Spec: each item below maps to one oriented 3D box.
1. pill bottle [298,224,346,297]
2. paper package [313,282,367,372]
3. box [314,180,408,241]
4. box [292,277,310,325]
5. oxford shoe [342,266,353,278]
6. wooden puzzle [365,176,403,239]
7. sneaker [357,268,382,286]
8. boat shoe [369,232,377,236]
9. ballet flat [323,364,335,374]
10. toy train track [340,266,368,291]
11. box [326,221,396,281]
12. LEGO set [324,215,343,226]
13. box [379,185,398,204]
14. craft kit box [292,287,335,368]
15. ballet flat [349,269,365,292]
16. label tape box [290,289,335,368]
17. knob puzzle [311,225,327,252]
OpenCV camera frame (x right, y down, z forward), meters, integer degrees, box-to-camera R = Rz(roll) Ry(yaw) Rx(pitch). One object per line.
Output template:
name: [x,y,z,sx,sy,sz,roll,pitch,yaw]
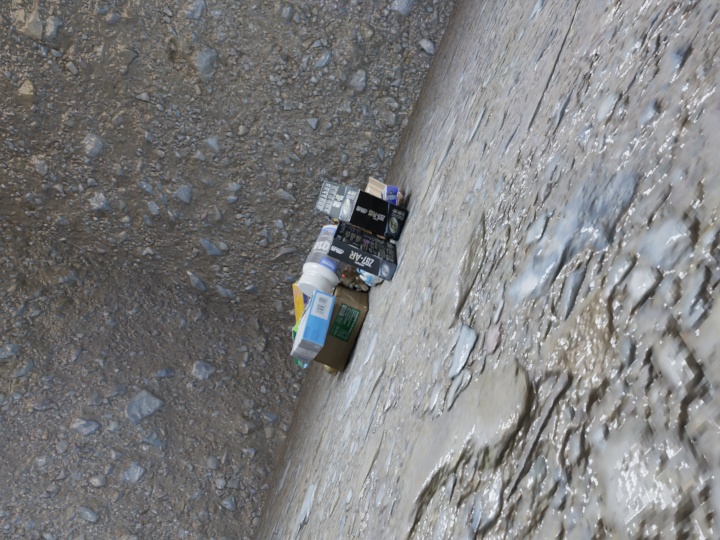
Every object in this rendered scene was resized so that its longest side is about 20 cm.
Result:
pill bottle: [-0.099,-0.021,1.515,0.114,0.113,0.202,118,176,-63]
paper package: [-0.059,0.158,1.501,0.191,0.102,0.202,-93,25,-78]
box: [-0.001,-0.157,1.364,0.199,0.162,0.087,26,96,56]
box: [-0.164,0.114,1.674,0.119,0.041,0.203,-42,-47,-55]
oxford shoe: [-0.021,0.061,1.789,0.072,0.071,0.202,81,-179,-51]
wooden puzzle: [0.053,-0.182,1.690,0.185,0.037,0.202,37,113,47]
sneaker: [0.025,0.001,1.389,0.200,0.072,0.073,130,160,-83]
boat shoe: [0.022,-0.089,1.535,0.070,0.069,0.203,-31,-69,-72]
ballet flat: [-0.080,0.243,1.675,0.064,0.068,0.201,92,-167,-45]
toy train track: [0.000,0.000,1.600,0.200,0.114,0.033,-34,-22,-57]
box: [0.007,-0.052,1.252,0.200,0.158,0.044,-83,17,-73]
LEGO set: [-0.040,-0.109,1.656,0.200,0.115,0.155,38,146,47]
box: [0.077,-0.172,1.511,0.200,0.041,0.121,140,135,-86]
craft kit box: [-0.139,0.175,1.624,0.198,0.048,0.201,-51,-21,-35]
ballet flat: [-0.007,0.075,1.661,0.063,0.067,0.202,2,69,57]
label tape box: [-0.136,0.162,1.400,0.200,0.065,0.145,129,158,-56]
knob puzzle: [-0.120,-0.009,1.652,0.219,0.030,0.223,5,-90,-65]
